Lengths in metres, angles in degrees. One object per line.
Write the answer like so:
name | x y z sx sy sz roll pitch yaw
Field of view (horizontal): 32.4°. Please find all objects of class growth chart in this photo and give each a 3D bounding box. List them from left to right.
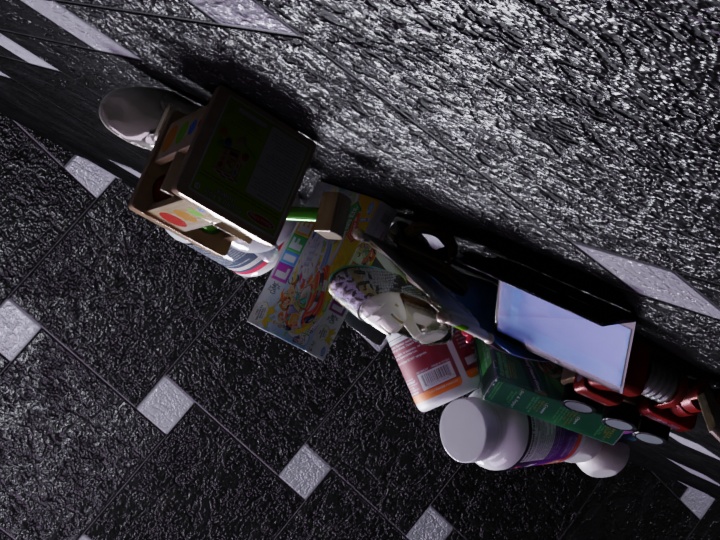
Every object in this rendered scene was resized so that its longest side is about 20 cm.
growth chart | 0.074 0.016 1.420 0.144 0.018 0.200 28 -167 -50

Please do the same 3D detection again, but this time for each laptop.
laptop | 0.204 0.063 1.379 0.176 0.104 0.200 24 -169 26

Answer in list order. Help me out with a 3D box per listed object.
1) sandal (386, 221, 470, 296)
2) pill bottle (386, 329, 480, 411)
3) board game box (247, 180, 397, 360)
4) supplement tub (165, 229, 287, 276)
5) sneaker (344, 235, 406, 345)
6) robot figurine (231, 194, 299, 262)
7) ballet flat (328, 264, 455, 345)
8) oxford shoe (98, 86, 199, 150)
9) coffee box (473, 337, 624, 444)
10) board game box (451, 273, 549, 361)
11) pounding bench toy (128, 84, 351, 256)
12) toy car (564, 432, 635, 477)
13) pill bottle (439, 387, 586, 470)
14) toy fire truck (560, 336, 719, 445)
sandal | 0.085 -0.028 1.462 0.081 0.055 0.200 35 -173 -17
pill bottle | 0.091 0.080 1.685 0.113 0.112 0.202 78 168 -84
board game box | -0.049 -0.003 1.523 0.034 0.201 0.134 30 174 -39
supplement tub | -0.203 -0.088 1.823 0.140 0.141 0.199 22 173 46
sneaker | 0.000 0.000 1.580 0.074 0.107 0.200 22 -159 -36
robot figurine | -0.147 -0.092 1.562 0.200 0.112 0.171 38 154 56
ballet flat | 0.047 0.047 1.449 0.199 0.073 0.072 21 -179 -44
oxford shoe | -0.212 -0.168 1.455 0.198 0.076 0.058 20 -179 1
coffee box | 0.247 0.145 1.619 0.198 0.044 0.123 21 -149 -15
board game box | 0.169 0.072 1.587 0.199 0.039 0.158 36 -156 24
pounding bench toy | -0.126 -0.084 1.360 0.199 0.125 0.156 30 161 -25
toy car | 0.353 0.191 1.788 0.149 0.177 0.200 -19 148 28
pill bottle | 0.202 0.207 1.649 0.199 0.113 0.111 2 -166 -43
toy fire truck | 0.358 0.147 1.491 0.175 0.130 0.200 25 158 -19
